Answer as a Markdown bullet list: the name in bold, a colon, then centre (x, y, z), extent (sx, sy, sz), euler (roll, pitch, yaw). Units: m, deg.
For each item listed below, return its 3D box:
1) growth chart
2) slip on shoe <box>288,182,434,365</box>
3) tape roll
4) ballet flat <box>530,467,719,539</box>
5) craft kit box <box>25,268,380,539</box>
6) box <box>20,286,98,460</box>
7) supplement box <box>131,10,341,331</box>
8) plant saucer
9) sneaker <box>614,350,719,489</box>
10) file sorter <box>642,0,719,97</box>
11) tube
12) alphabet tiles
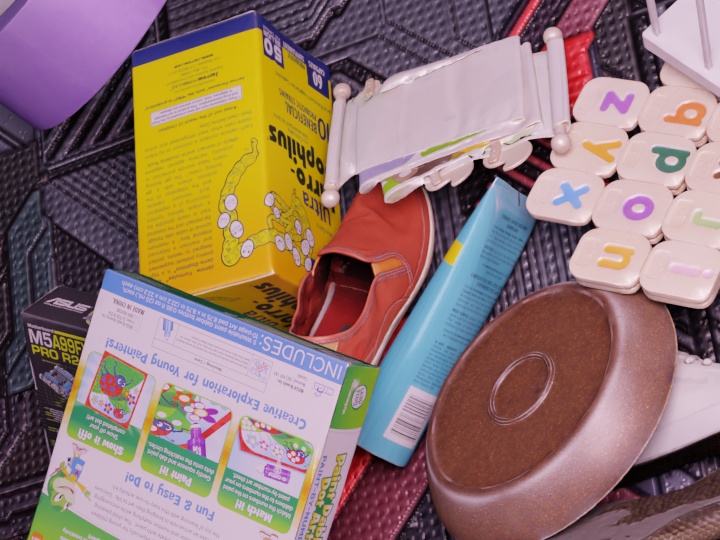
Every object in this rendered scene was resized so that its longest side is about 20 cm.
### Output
- **growth chart**: centre (0.057, -0.103, 1.435), extent (0.199, 0.018, 0.145), euler (-14, 43, 26)
- **slip on shoe**: centre (0.000, 0.000, 1.409), extent (0.074, 0.061, 0.200), euler (4, 47, 23)
- **tape roll**: centre (-0.219, -0.211, 1.567), extent (0.200, 0.085, 0.200), euler (-41, 27, 26)
- **ballet flat**: centre (0.185, 0.158, 1.259), extent (0.199, 0.046, 0.067), euler (-22, 22, -7)
- **craft kit box**: centre (-0.104, 0.122, 1.319), extent (0.200, 0.048, 0.198), euler (21, 93, 31)
- **box**: centre (-0.135, 0.107, 1.434), extent (0.199, 0.044, 0.161), euler (12, 122, 32)
- **supplement box**: centre (-0.086, -0.063, 1.482), extent (0.109, 0.109, 0.201), euler (-15, 67, 25)
- **plant saucer**: centre (0.110, 0.081, 1.313), extent (0.200, 0.034, 0.201), euler (-34, 32, 26)
- **sneaker**: centre (0.208, 0.072, 1.290), extent (0.199, 0.073, 0.085), euler (-19, 67, 24)
- **file sorter**: centre (0.284, -0.172, 1.280), extent (0.139, 0.125, 0.200), euler (-42, 56, -12)
- **tube**: centre (0.058, 0.034, 1.393), extent (0.050, 0.077, 0.200), euler (32, 94, 24)
- **alphabet tiles**: centre (0.212, -0.065, 1.332), extent (0.195, 0.015, 0.200), euler (11, 58, 32)
